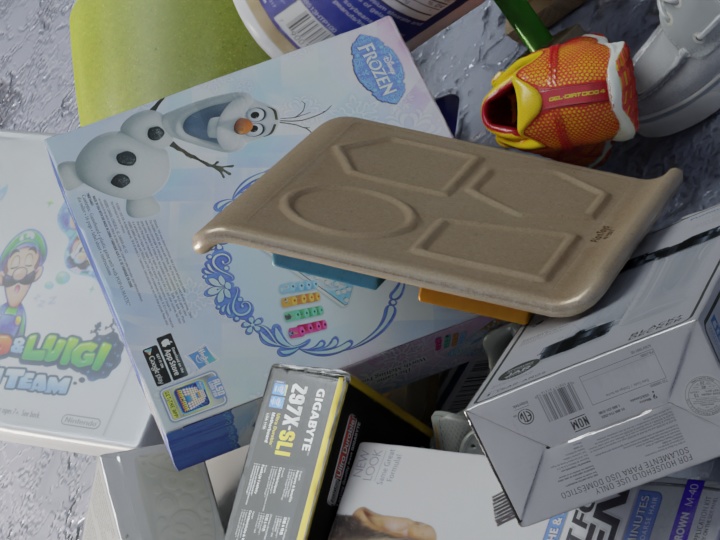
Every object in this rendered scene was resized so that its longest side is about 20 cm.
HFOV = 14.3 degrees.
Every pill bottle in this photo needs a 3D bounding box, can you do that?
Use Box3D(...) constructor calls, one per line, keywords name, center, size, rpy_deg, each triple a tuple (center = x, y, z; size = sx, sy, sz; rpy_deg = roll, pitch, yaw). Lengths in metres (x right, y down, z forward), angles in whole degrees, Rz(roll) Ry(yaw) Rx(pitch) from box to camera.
Box3D(name="pill bottle", center=(0.031, -0.192, 1.555), size=(0.200, 0.120, 0.120), rpy_deg=(-31, 38, 40))

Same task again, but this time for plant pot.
Box3D(name="plant pot", center=(-0.097, -0.064, 1.809), size=(0.187, 0.187, 0.200), rpy_deg=(-25, 55, 48))

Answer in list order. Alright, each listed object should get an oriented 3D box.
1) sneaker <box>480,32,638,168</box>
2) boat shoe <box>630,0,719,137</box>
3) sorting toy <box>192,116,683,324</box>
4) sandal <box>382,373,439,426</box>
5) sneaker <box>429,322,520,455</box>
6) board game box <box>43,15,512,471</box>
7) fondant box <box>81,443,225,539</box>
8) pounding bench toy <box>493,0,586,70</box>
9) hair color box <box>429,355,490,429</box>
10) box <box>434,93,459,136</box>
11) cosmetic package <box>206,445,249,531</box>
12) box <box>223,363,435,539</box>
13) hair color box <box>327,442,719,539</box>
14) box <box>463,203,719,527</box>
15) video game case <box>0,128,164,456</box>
Box3D(name="sneaker", center=(0.101, -0.092, 1.522), size=(0.200, 0.077, 0.073), rpy_deg=(80, -175, -86))
Box3D(name="boat shoe", center=(0.191, -0.145, 1.489), size=(0.200, 0.068, 0.072), rpy_deg=(-38, 34, 41))
Box3D(name="sorting toy", center=(0.041, -0.023, 1.380), size=(0.185, 0.200, 0.037), rpy_deg=(-46, -38, -63))
Box3D(name="sandal", center=(-0.045, 0.046, 1.522), size=(0.200, 0.054, 0.081), rpy_deg=(16, 109, 41))
Box3D(name="sneaker", center=(0.060, 0.116, 1.423), size=(0.076, 0.092, 0.200), rpy_deg=(0, 63, 59))
Box3D(name="board game box", center=(-0.038, -0.018, 1.479), size=(0.199, 0.043, 0.200), rpy_deg=(-20, 56, -7))
Box3D(name="fondant box", center=(-0.106, 0.201, 1.513), size=(0.200, 0.058, 0.145), rpy_deg=(107, 150, -57))
Box3D(name="pounding bench toy", center=(0.079, -0.215, 1.661), size=(0.124, 0.156, 0.200), rpy_deg=(-32, 38, 42))
Box3D(name="hair color box", center=(0.000, 0.000, 1.556), size=(0.200, 0.060, 0.100), rpy_deg=(45, 119, 30))
Box3D(name="box", center=(-0.040, -0.065, 1.681), size=(0.119, 0.200, 0.042), rpy_deg=(97, 149, -64))
Box3D(name="cosmetic package", center=(-0.061, 0.127, 1.596), size=(0.200, 0.081, 0.113), rpy_deg=(28, 113, 61))
Box3D(name="box", center=(-0.015, 0.164, 1.403), size=(0.049, 0.160, 0.200), rpy_deg=(8, 74, 27))
Box3D(name="hair color box", center=(0.078, 0.147, 1.309), size=(0.200, 0.065, 0.109), rpy_deg=(3, 63, 35))
Box3D(name="box", center=(0.130, 0.035, 1.293), size=(0.116, 0.060, 0.200), rpy_deg=(-23, 11, 21))
Box3D(name="video game case", center=(-0.161, 0.009, 1.569), size=(0.200, 0.024, 0.182), rpy_deg=(6, 65, 35))
